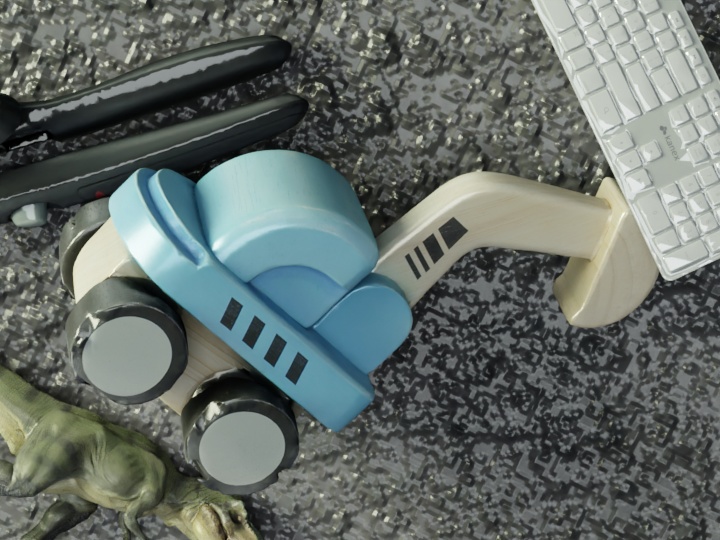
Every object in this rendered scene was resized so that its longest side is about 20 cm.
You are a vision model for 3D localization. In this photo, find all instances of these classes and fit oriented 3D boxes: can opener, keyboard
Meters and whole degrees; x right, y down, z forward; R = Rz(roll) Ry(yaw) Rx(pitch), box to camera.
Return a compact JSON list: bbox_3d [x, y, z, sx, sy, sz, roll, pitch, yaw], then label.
[{"bbox_3d":[-0.120,-0.055,0.944,0.199,0.079,0.064,-10,92,-2],"label":"can opener"},{"bbox_3d":[0.109,-0.097,0.913,0.056,0.011,0.200,-25,86,-6],"label":"keyboard"}]

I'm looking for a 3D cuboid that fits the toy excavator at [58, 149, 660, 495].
[{"bbox_3d":[0.000,0.000,0.916,0.200,0.100,0.194,-43,115,13],"label":"toy excavator"}]

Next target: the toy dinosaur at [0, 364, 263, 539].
[{"bbox_3d":[-0.141,0.092,0.978,0.200,0.047,0.088,35,88,-7],"label":"toy dinosaur"}]
